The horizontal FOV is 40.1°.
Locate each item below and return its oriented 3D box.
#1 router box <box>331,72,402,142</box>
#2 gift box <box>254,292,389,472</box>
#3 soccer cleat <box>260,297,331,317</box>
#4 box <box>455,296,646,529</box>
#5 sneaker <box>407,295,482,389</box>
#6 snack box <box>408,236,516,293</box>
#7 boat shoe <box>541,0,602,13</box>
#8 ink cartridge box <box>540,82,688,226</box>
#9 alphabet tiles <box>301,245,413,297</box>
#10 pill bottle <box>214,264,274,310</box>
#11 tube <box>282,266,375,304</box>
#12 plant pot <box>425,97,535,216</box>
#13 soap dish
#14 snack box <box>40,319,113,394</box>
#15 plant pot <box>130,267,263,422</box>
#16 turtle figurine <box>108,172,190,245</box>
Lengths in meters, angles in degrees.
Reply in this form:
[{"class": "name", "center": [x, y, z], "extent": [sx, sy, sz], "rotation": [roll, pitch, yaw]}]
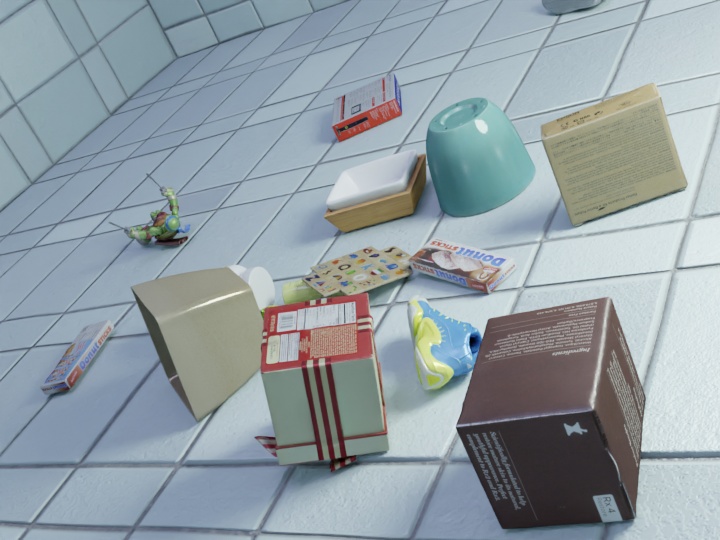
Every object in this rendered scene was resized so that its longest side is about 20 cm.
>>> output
[{"class": "router box", "center": [0.016, -0.421, 2.534], "extent": [0.177, 0.049, 0.201], "rotation": [-21, 27, 13]}, {"class": "gift box", "center": [-0.062, 0.160, 1.410], "extent": [0.196, 0.190, 0.186], "rotation": [-6, 31, 7]}, {"class": "soccer cleat", "center": [-0.103, 0.086, 1.751], "extent": [0.198, 0.066, 0.083], "rotation": [-10, 1, 40]}, {"class": "box", "center": [0.229, 0.164, 1.152], "extent": [0.161, 0.168, 0.201], "rotation": [-11, 30, 27]}, {"class": "sneaker", "center": [0.128, 0.101, 1.486], "extent": [0.103, 0.077, 0.202], "rotation": [-12, 35, 4]}, {"class": "snack box", "center": [0.170, -0.011, 1.672], "extent": [0.072, 0.025, 0.198], "rotation": [-40, 33, -24]}, {"class": "boat shoe", "center": [0.546, -0.691, 2.514], "extent": [0.061, 0.074, 0.199], "rotation": [-13, 20, -32]}, {"class": "ink cartridge box", "center": [0.411, -0.188, 1.610], "extent": [0.197, 0.167, 0.076], "rotation": [-18, 25, 16]}, {"class": "alphabet tiles", "center": [0.000, 0.000, 1.780], "extent": [0.197, 0.006, 0.166], "rotation": [-20, 25, -22]}, {"class": "pill bottle", "center": [-0.266, 0.053, 1.883], "extent": [0.197, 0.114, 0.113], "rotation": [-12, 30, 29]}, {"class": "tube", "center": [-0.045, 0.027, 1.798], "extent": [0.196, 0.052, 0.059], "rotation": [-12, 64, 18]}, {"class": "plant pot", "center": [0.213, -0.227, 1.874], "extent": [0.197, 0.163, 0.202], "rotation": [-22, 27, 12]}, {"class": "soap dish", "center": [0.036, -0.160, 2.013], "extent": [0.197, 0.082, 0.158], "rotation": [-14, 30, 26]}, {"class": "snack box", "center": [-0.586, 0.177, 2.049], "extent": [0.071, 0.025, 0.201], "rotation": [-14, 30, 25]}, {"class": "plant pot", "center": [-0.265, 0.106, 1.719], "extent": [0.175, 0.203, 0.199], "rotation": [-25, 24, -18]}, {"class": "turtle figurine", "center": [-0.511, -0.138, 2.393], "extent": [0.193, 0.197, 0.147], "rotation": [162, 122, -66]}]
